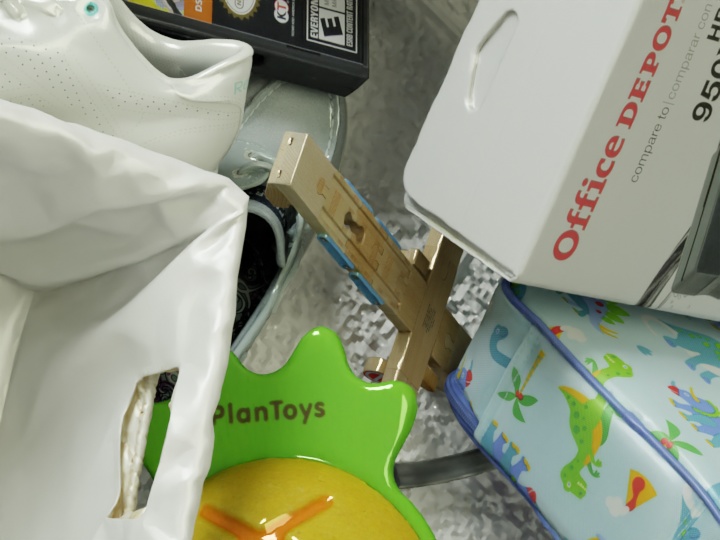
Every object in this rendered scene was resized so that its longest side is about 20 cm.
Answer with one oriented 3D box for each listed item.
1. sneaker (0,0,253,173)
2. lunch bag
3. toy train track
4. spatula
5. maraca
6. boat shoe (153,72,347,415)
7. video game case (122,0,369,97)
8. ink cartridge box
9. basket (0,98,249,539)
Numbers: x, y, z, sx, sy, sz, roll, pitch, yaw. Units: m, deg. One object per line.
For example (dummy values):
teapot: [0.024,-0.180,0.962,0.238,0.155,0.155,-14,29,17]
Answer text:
sneaker: [-0.137,-0.090,1.076,0.200,0.089,0.075,17,29,-22]
lunch bag: [0.146,0.082,1.181,0.160,0.083,0.200,-2,38,-43]
toy train track: [0.000,0.000,1.158,0.200,0.032,0.115,51,53,-55]
spatula: [0.030,0.085,1.209,0.200,0.021,0.057,-4,62,-27]
maraca: [-0.030,0.123,1.066,0.137,0.107,0.201,-5,82,4]
boat shoe: [-0.049,-0.011,1.152,0.070,0.071,0.201,37,63,-18]
video game case: [-0.079,-0.184,1.175,0.180,0.025,0.201,13,63,-28]
ink cartridge box: [0.135,-0.061,1.166,0.200,0.084,0.145,10,109,-41]
basket: [-0.173,0.046,1.019,0.200,0.161,0.199,18,72,-27]
